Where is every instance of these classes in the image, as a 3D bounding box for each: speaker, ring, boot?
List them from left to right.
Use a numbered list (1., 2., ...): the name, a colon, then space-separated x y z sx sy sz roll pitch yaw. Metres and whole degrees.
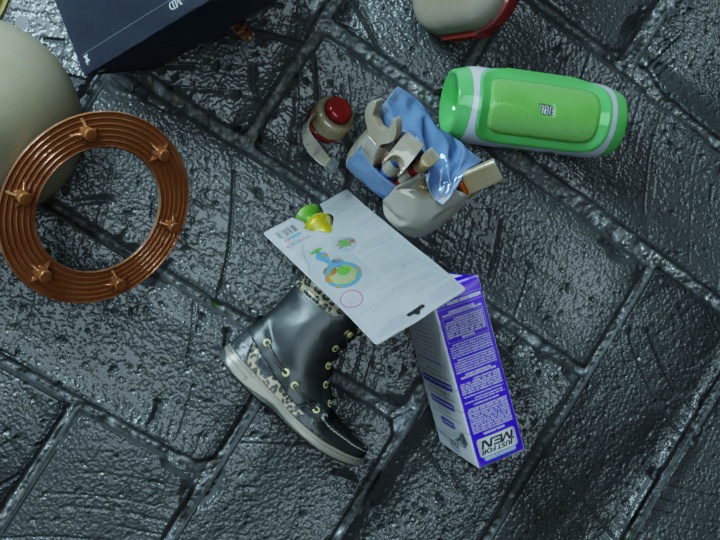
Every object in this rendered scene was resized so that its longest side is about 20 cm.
1. ring: -0.254 -0.057 0.745 0.200 0.019 0.201 -25 129 -36
2. boot: -0.037 0.105 0.835 0.200 0.073 0.151 41 86 -2
3. speaker: 0.194 -0.178 0.855 0.199 0.088 0.089 5 93 -11

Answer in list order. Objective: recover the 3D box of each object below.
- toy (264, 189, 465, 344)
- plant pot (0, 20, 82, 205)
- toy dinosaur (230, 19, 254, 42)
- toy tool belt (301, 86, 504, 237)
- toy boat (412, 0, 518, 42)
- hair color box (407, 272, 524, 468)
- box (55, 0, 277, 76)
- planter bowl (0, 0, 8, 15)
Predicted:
1. toy: 0.000 0.000 0.795 0.115 0.047 0.200 -30 54 -24
2. plant pot: -0.375 -0.131 0.697 0.200 0.135 0.201 -2 109 -6
3. toy dinosaur: -0.153 -0.342 0.785 0.135 0.102 0.200 -21 113 14
4. toy tool belt: 0.048 -0.137 0.802 0.200 0.123 0.125 39 52 -10
5. toy boat: 0.144 -0.347 0.830 0.131 0.130 0.201 5 94 -42
6. hair color box: 0.109 0.105 0.843 0.065 0.109 0.201 -16 97 -15
7. box: -0.197 -0.307 0.708 0.200 0.104 0.183 -15 98 33
8. planter bowl: -0.448 -0.309 0.720 0.200 0.083 0.201 -1 94 -12
